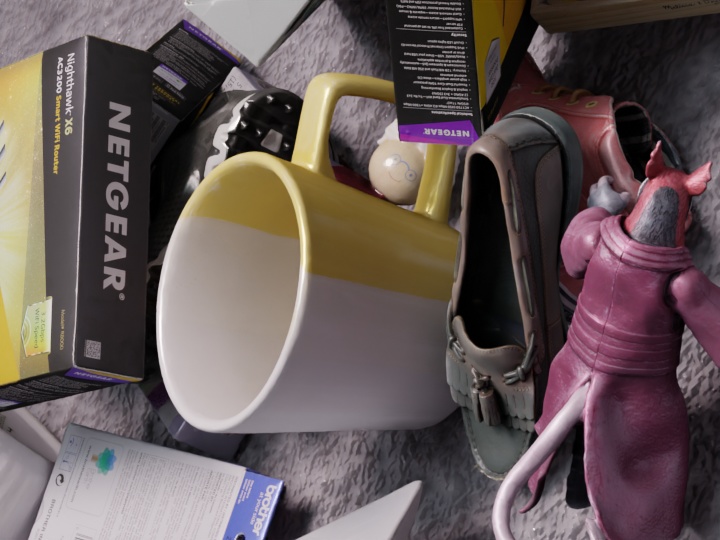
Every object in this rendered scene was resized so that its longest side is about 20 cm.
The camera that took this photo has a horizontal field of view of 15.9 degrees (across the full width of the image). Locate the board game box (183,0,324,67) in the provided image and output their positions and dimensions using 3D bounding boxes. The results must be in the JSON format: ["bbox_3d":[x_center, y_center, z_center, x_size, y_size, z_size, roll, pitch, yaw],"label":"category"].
[{"bbox_3d":[-0.019,-0.218,1.566,0.148,0.064,0.200,-49,3,22],"label":"board game box"}]

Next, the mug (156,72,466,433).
[{"bbox_3d":[0.000,0.009,1.390,0.187,0.153,0.149,-58,38,30],"label":"mug"}]

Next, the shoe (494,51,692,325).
[{"bbox_3d":[0.114,-0.072,1.389,0.091,0.071,0.200,-41,47,28],"label":"shoe"}]

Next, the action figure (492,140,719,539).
[{"bbox_3d":[0.119,0.032,1.236,0.134,0.149,0.200,27,120,35],"label":"action figure"}]

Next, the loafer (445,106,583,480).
[{"bbox_3d":[0.068,0.017,1.318,0.072,0.063,0.200,15,112,34],"label":"loafer"}]

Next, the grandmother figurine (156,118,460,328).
[{"bbox_3d":[-0.017,-0.010,1.489,0.200,0.121,0.061,-47,10,3],"label":"grandmother figurine"}]

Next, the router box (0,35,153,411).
[{"bbox_3d":[-0.194,-0.023,1.537,0.157,0.052,0.200,-15,69,45],"label":"router box"}]

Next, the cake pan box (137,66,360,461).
[{"bbox_3d":[-0.078,-0.009,1.614,0.200,0.052,0.184,-55,38,12],"label":"cake pan box"}]

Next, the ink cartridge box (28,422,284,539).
[{"bbox_3d":[-0.122,0.167,1.552,0.200,0.042,0.119,8,76,46],"label":"ink cartridge box"}]

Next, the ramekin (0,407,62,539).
[{"bbox_3d":[-0.271,0.116,1.668,0.094,0.202,0.202,-51,35,0],"label":"ramekin"}]

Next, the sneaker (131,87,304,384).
[{"bbox_3d":[-0.100,-0.025,1.559,0.200,0.066,0.090,-62,29,2],"label":"sneaker"}]

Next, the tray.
[{"bbox_3d":[-0.041,0.183,1.381,0.200,0.022,0.107,-31,22,46],"label":"tray"}]

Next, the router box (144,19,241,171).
[{"bbox_3d":[-0.166,-0.055,1.675,0.200,0.052,0.157,-54,1,21],"label":"router box"}]

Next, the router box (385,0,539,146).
[{"bbox_3d":[0.060,-0.178,1.363,0.051,0.149,0.200,4,33,16],"label":"router box"}]

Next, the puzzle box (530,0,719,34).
[{"bbox_3d":[0.188,-0.198,1.350,0.200,0.025,0.133,-5,65,31],"label":"puzzle box"}]
